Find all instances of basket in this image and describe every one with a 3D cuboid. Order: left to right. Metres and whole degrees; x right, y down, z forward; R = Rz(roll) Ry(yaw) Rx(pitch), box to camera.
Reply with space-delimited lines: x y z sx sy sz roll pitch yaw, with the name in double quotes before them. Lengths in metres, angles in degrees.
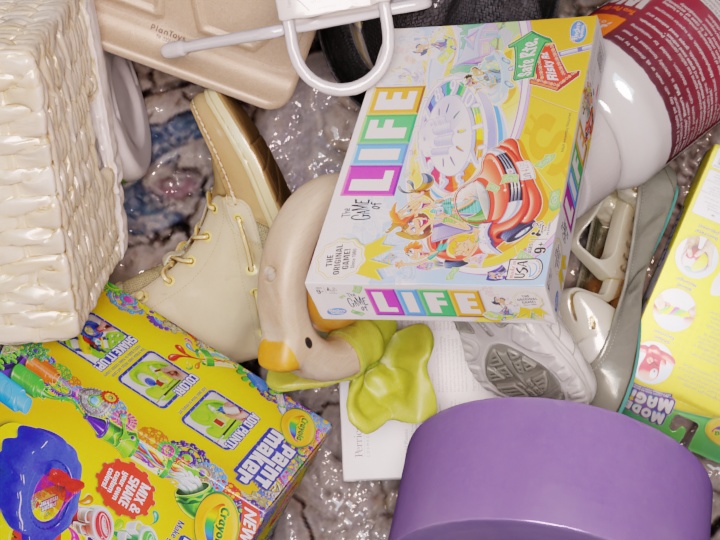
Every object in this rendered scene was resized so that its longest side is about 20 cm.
"basket" -0.257 -0.063 0.839 0.199 0.161 0.199 -4 115 -1

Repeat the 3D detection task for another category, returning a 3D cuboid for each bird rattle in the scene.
"bird rattle" 0.000 0.000 0.862 0.112 0.163 0.201 19 99 32

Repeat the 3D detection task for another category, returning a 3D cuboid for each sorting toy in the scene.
"sorting toy" -0.101 -0.224 0.877 0.185 0.036 0.200 19 111 -6

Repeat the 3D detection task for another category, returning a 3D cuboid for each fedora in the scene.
"fedora" 0.066 -0.173 0.905 0.200 0.092 0.201 -10 125 -14

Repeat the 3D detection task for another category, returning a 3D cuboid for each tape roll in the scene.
"tape roll" 0.119 0.167 0.870 0.199 0.200 0.085 9 56 6

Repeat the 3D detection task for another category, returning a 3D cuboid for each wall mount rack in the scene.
"wall mount rack" -0.052 -0.201 0.820 0.173 0.075 0.201 -10 102 3

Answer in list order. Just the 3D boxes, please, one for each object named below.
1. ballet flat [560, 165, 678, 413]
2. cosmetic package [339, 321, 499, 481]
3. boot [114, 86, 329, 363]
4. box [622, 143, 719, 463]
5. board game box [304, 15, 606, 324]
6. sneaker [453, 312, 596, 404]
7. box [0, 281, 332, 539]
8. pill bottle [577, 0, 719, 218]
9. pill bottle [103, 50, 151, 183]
"ballet flat" 0.161 0.010 0.932 0.064 0.067 0.201 24 75 -25
"cosmetic package" 0.059 0.044 0.962 0.150 0.052 0.201 -2 87 4
"boot" -0.118 -0.016 0.956 0.155 0.073 0.200 -20 110 7
"box" 0.255 0.028 0.946 0.117 0.048 0.200 24 88 6
"board game box" 0.059 -0.061 0.780 0.134 0.034 0.200 0 52 22
"sneaker" 0.096 0.008 0.860 0.200 0.078 0.100 49 52 -29
"box" -0.157 0.149 0.908 0.192 0.122 0.200 31 117 6
"pill bottle" 0.179 -0.121 0.893 0.200 0.110 0.110 -36 84 -26
"pill bottle" -0.259 -0.097 0.971 0.199 0.111 0.111 -13 86 5
